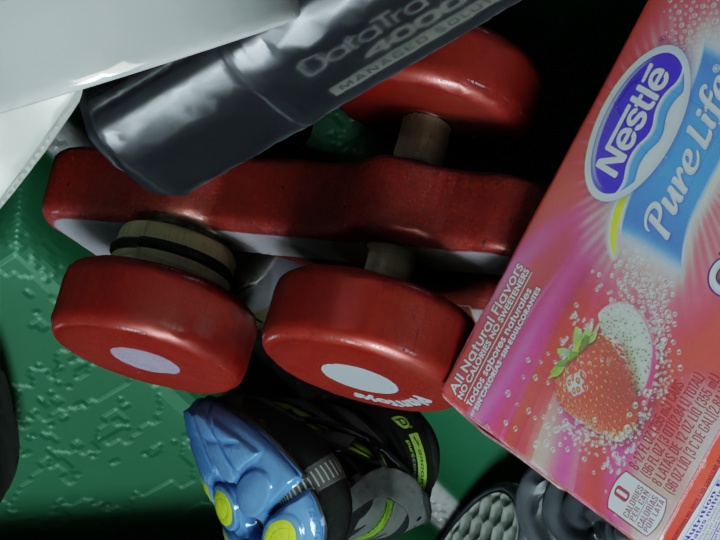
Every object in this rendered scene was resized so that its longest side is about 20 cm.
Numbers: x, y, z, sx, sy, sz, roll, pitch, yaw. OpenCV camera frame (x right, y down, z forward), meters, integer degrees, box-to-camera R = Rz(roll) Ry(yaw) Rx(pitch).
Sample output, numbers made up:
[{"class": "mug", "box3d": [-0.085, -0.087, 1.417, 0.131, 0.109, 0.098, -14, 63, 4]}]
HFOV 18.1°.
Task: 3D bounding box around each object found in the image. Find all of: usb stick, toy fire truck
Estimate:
[{"class": "usb stick", "box3d": [0.007, -0.081, 0.653, 0.199, 0.033, 0.055, -29, 145, 20]}, {"class": "toy fire truck", "box3d": [0.000, 0.000, 0.765, 0.199, 0.113, 0.168, 3, 158, 31]}]

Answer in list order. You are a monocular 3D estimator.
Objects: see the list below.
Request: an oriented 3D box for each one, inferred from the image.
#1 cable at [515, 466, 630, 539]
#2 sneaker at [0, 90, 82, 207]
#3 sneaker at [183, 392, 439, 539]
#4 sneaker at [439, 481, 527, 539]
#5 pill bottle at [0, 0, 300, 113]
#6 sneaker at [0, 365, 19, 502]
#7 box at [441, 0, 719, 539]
[{"class": "cable", "box3d": [0.128, 0.116, 0.802, 0.163, 0.051, 0.201, 27, 155, 34]}, {"class": "sneaker", "box3d": [-0.147, -0.095, 0.689, 0.146, 0.081, 0.200, 36, 112, -6]}, {"class": "sneaker", "box3d": [-0.014, 0.069, 0.813, 0.082, 0.200, 0.071, -22, 85, 1]}, {"class": "sneaker", "box3d": [0.096, 0.174, 0.957, 0.145, 0.077, 0.203, 3, 123, -16]}, {"class": "pill bottle", "box3d": [-0.089, -0.147, 0.576, 0.113, 0.113, 0.201, -16, 98, 11]}, {"class": "sneaker", "box3d": [-0.188, 0.020, 0.810, 0.086, 0.081, 0.201, 2, 126, 10]}, {"class": "box", "box3d": [0.125, -0.020, 0.657, 0.099, 0.095, 0.201, 17, 103, -48]}]
